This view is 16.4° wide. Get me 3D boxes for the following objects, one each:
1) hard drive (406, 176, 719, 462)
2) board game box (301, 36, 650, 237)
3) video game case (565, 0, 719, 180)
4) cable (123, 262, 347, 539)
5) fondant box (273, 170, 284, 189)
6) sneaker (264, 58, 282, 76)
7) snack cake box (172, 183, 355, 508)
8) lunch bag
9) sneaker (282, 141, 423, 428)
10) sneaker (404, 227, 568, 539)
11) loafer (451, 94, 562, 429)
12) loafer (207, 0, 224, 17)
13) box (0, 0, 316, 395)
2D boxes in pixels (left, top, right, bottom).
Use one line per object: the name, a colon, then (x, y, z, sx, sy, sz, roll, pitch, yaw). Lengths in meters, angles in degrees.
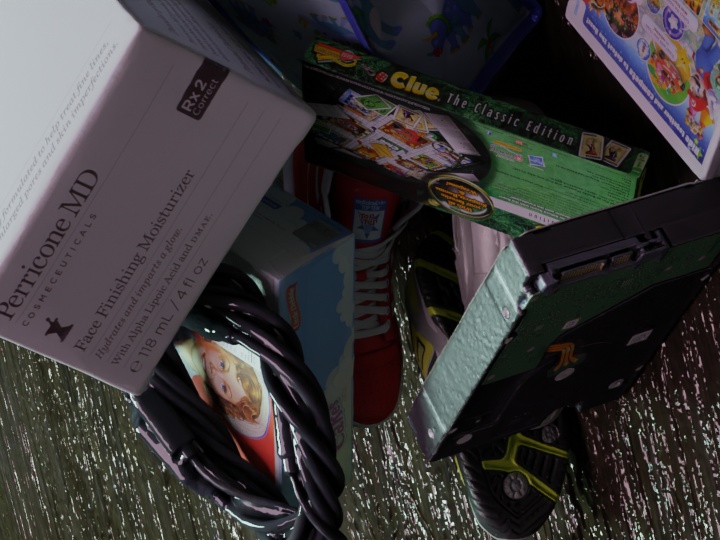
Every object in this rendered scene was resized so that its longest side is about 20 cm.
hard drive: (0.115, 0.029, 1.377, 0.038, 0.139, 0.200, 62, 153, 21)
board game box: (0.062, -0.064, 1.403, 0.199, 0.024, 0.105, 20, 149, 11)
video game case: (0.170, -0.165, 1.294, 0.143, 0.018, 0.200, 55, 148, 33)
cable: (-0.067, 0.082, 1.482, 0.200, 0.051, 0.163, 47, 139, 21)
fondant box: (-0.067, -0.026, 1.697, 0.058, 0.144, 0.200, 50, 150, 6)
sneaker: (-0.044, -0.190, 1.658, 0.200, 0.082, 0.074, -43, 66, 36)
snack cake box: (-0.064, 0.046, 1.542, 0.115, 0.067, 0.201, 31, 137, 33)
lunch bag: (-0.020, -0.188, 1.447, 0.200, 0.128, 0.170, 42, 167, -37)
sneaker: (0.000, 0.000, 1.545, 0.112, 0.071, 0.201, 174, 85, -72)
sneaker: (0.078, 0.075, 1.568, 0.076, 0.075, 0.201, 119, 142, -66)
loafer: (0.090, -0.006, 1.496, 0.070, 0.070, 0.201, -162, 67, -66)
loafer: (-0.046, -0.234, 1.570, 0.201, 0.071, 0.073, -68, 23, 1)
box: (-0.158, -0.072, 1.443, 0.199, 0.130, 0.200, -57, 35, 12)
